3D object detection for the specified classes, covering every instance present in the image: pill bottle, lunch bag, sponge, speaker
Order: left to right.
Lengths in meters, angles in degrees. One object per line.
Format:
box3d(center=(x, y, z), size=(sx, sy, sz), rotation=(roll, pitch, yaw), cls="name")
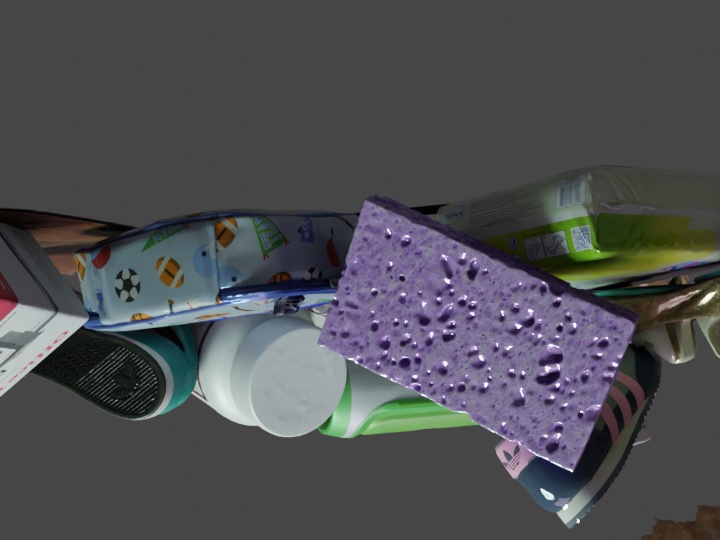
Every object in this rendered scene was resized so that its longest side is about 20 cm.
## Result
box3d(center=(-0.097, 0.001, 1.081), size=(0.199, 0.076, 0.160), rotation=(-7, 176, 31), cls="lunch bag")
box3d(center=(-0.101, 0.064, 1.228), size=(0.109, 0.110, 0.200), rotation=(-1, -166, -34), cls="pill bottle")
box3d(center=(0.057, 0.106, 1.359), size=(0.199, 0.089, 0.088), rotation=(-3, 174, -20), cls="speaker")
box3d(center=(0.075, 0.039, 0.986), size=(0.199, 0.112, 0.030), rotation=(25, -163, 15), cls="sponge")

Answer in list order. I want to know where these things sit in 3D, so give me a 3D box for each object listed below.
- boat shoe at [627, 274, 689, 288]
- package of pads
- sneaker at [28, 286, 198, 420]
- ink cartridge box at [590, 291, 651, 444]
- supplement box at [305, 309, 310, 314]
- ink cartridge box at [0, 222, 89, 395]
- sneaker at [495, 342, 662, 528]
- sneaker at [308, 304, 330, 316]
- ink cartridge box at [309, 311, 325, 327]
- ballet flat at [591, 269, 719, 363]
box3d(center=(0.248, -0.008, 1.274), size=(0.071, 0.077, 0.200), rotation=(-8, 173, 33), cls="boat shoe")
box3d(center=(0.170, -0.028, 1.060), size=(0.199, 0.069, 0.154), rotation=(1, 170, -42), cls="package of pads")
box3d(center=(-0.207, 0.052, 1.176), size=(0.199, 0.084, 0.121), rotation=(31, -172, 20), cls="sneaker")
box3d(center=(0.170, 0.052, 1.192), size=(0.040, 0.201, 0.200), rotation=(-19, 171, 22), cls="ink cartridge box")
box3d(center=(-0.117, 0.044, 1.473), size=(0.125, 0.074, 0.200), rotation=(-5, 174, 2), cls="supplement box")
box3d(center=(-0.274, 0.039, 0.939), size=(0.145, 0.083, 0.200), rotation=(-40, 172, 1), cls="ink cartridge box")
box3d(center=(0.161, 0.097, 1.069), size=(0.070, 0.082, 0.200), rotation=(-55, 177, 35), cls="sneaker")
box3d(center=(0.000, 0.000, 1.260), size=(0.199, 0.080, 0.074), rotation=(16, -157, -42), cls="sneaker")
box3d(center=(0.062, 0.029, 1.426), size=(0.199, 0.085, 0.145), rotation=(-3, 173, -19), cls="ink cartridge box")
box3d(center=(0.244, 0.034, 1.073), size=(0.070, 0.066, 0.200), rotation=(-5, 174, -40), cls="ballet flat")
